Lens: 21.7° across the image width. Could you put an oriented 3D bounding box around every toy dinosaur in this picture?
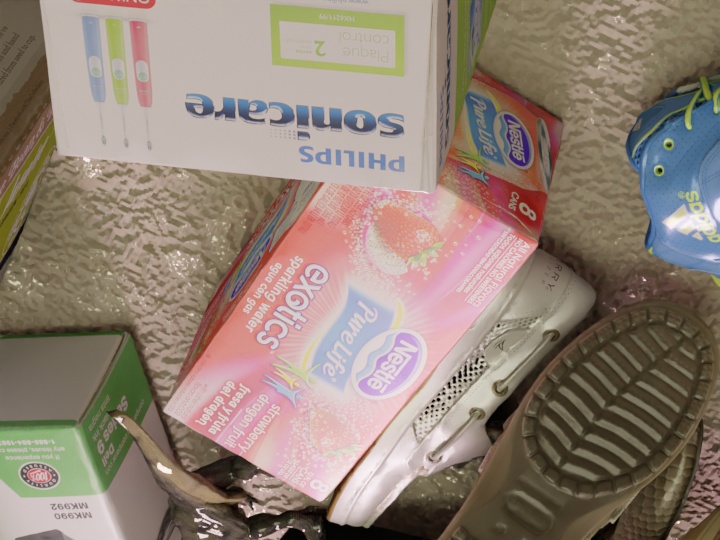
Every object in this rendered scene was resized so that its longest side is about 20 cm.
[{"bbox_3d":[-0.065,0.116,0.968,0.087,0.048,0.200,-1,155,7],"label":"toy dinosaur"}]

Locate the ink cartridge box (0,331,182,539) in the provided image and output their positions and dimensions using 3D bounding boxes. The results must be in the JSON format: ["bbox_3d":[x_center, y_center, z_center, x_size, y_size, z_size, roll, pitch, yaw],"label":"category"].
[{"bbox_3d":[-0.176,0.138,1.041,0.145,0.084,0.201,-3,125,18],"label":"ink cartridge box"}]

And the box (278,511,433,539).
[{"bbox_3d":[0.046,0.220,1.007,0.199,0.079,0.142,8,129,38],"label":"box"}]

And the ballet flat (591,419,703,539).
[{"bbox_3d":[0.118,0.132,0.975,0.046,0.068,0.200,19,135,-11],"label":"ballet flat"}]

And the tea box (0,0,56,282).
[{"bbox_3d":[-0.236,-0.023,0.864,0.133,0.200,0.197,25,129,-4],"label":"tea box"}]

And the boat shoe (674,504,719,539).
[{"bbox_3d":[0.158,0.165,0.922,0.065,0.200,0.072,-4,121,50],"label":"boat shoe"}]

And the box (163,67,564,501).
[{"bbox_3d":[0.000,0.000,0.882,0.094,0.103,0.200,31,127,-9],"label":"box"}]

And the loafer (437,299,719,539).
[{"bbox_3d":[0.093,0.097,0.900,0.076,0.068,0.200,41,90,2],"label":"loafer"}]

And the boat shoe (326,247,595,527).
[{"bbox_3d":[0.049,0.070,0.940,0.069,0.071,0.200,29,126,-7],"label":"boat shoe"}]

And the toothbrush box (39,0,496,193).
[{"bbox_3d":[-0.023,-0.123,0.733,0.145,0.200,0.087,7,128,11],"label":"toothbrush box"}]

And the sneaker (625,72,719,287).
[{"bbox_3d":[0.171,-0.064,0.806,0.104,0.076,0.201,13,129,5],"label":"sneaker"}]
